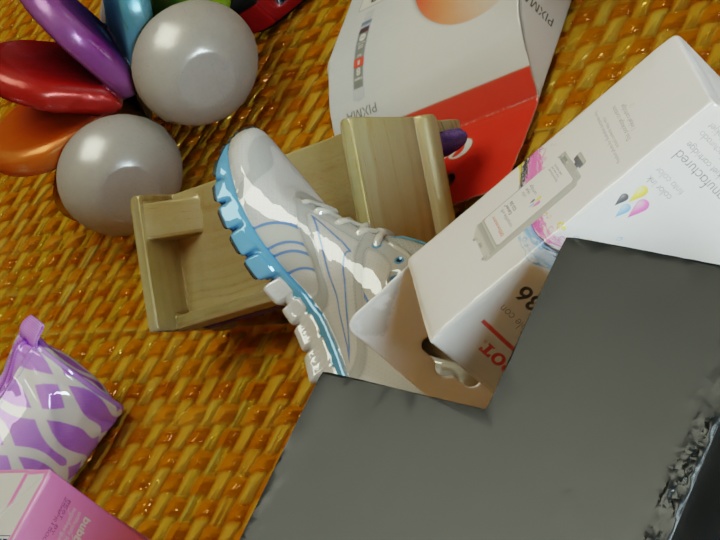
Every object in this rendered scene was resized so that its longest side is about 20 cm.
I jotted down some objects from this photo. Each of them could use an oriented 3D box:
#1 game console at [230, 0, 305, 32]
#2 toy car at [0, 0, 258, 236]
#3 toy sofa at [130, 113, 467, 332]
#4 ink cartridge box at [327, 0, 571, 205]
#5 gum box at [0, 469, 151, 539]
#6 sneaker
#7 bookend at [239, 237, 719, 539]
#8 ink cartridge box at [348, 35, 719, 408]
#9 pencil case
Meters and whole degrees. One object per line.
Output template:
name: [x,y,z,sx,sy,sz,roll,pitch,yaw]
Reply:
game console: [-0.020,-0.263,1.598,0.200,0.031,0.177,-37,31,20]
toy car: [-0.171,-0.135,1.511,0.200,0.150,0.175,-54,27,11]
toy sofa: [-0.029,-0.023,1.274,0.200,0.097,0.083,-17,80,44]
ink cartridge box: [0.039,-0.114,1.319,0.162,0.050,0.201,-19,37,43]
gum box: [-0.173,0.205,1.155,0.066,0.113,0.201,-6,50,51]
sneaker: [0.000,0.000,1.142,0.087,0.075,0.200,-40,67,22]
bookend: [0.067,0.078,0.931,0.199,0.092,0.199,11,65,35]
ink cartridge box: [0.104,0.009,1.010,0.200,0.116,0.068,-41,30,17]
pencil case: [-0.228,0.129,1.355,0.200,0.085,0.084,-52,31,-8]
